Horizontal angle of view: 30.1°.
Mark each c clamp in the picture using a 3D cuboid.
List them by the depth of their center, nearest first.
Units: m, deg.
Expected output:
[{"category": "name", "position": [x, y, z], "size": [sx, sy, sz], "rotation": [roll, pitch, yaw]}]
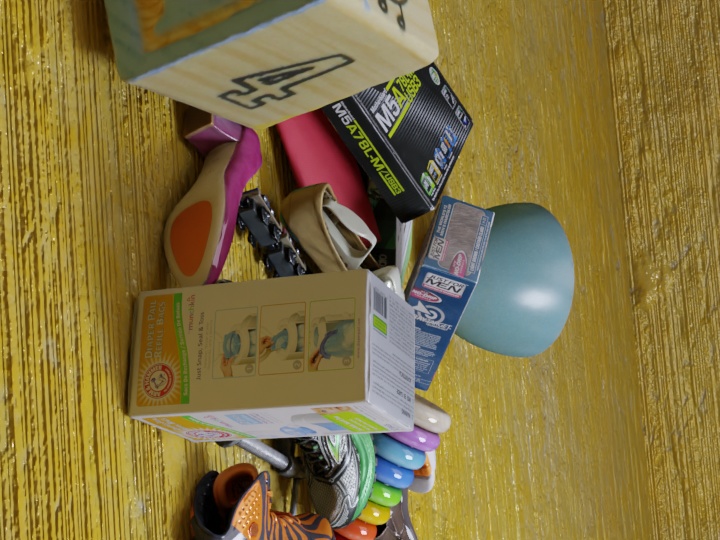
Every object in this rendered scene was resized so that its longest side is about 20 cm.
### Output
[{"category": "c clamp", "position": [-0.088, 0.139, 1.210], "size": [0.200, 0.027, 0.172], "rotation": [51, 38, -55]}]

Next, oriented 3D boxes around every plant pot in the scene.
[{"category": "plant pot", "position": [0.157, 0.011, 1.709], "size": [0.134, 0.200, 0.202], "rotation": [1, 81, -31]}]

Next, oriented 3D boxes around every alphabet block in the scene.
[{"category": "alphabet block", "position": [-0.076, -0.245, 1.072], "size": [0.200, 0.195, 0.197], "rotation": [10, 67, -64]}]

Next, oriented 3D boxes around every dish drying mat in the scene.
[{"category": "dish drying mat", "position": [-0.039, -0.110, 1.346], "size": [0.077, 0.018, 0.201], "rotation": [-27, 103, -36]}]

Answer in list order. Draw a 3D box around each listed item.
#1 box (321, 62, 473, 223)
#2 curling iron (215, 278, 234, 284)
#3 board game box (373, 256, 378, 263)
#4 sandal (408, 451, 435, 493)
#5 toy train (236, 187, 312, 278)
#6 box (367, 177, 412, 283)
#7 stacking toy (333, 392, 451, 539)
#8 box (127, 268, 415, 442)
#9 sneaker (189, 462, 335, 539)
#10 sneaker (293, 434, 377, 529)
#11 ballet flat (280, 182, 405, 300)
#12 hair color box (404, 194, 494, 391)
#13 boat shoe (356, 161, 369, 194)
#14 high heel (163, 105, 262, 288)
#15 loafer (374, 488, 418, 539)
[{"category": "box", "position": [0.031, -0.178, 1.385], "size": [0.194, 0.047, 0.200], "rotation": [56, 32, -19]}, {"category": "curling iron", "position": [-0.094, 0.029, 1.157], "size": [0.026, 0.049, 0.200], "rotation": [-60, 166, -7]}, {"category": "board game box", "position": [-0.007, 0.092, 1.400], "size": [0.105, 0.023, 0.202], "rotation": [-22, 113, -69]}, {"category": "sandal", "position": [0.044, 0.147, 1.392], "size": [0.059, 0.079, 0.208], "rotation": [-48, 137, -37]}, {"category": "toy train", "position": [-0.075, -0.017, 1.278], "size": [0.200, 0.034, 0.046], "rotation": [60, 19, -52]}, {"category": "box", "position": [0.034, -0.056, 1.488], "size": [0.145, 0.036, 0.201], "rotation": [-75, 168, -48]}, {"category": "stacking toy", "position": [0.008, 0.211, 1.288], "size": [0.201, 0.085, 0.085], "rotation": [-63, 155, 0]}, {"category": "box", "position": [-0.067, 0.071, 1.044], "size": [0.112, 0.199, 0.102], "rotation": [40, 47, -63]}, {"category": "sneaker", "position": [-0.079, 0.214, 1.142], "size": [0.200, 0.077, 0.113], "rotation": [-19, 103, -69]}, {"category": "sneaker", "position": [-0.044, 0.144, 1.225], "size": [0.085, 0.078, 0.201], "rotation": [-24, 108, -48]}, {"category": "ballet flat", "position": [0.000, 0.000, 1.301], "size": [0.200, 0.063, 0.069], "rotation": [51, 32, -15]}, {"category": "hair color box", "position": [0.077, 0.027, 1.393], "size": [0.201, 0.060, 0.100], "rotation": [108, 0, -51]}, {"category": "boat shoe", "position": [-0.025, -0.131, 1.394], "size": [0.063, 0.072, 0.202], "rotation": [-7, 95, -72]}, {"category": "high heel", "position": [-0.116, -0.049, 1.142], "size": [0.096, 0.067, 0.201], "rotation": [42, 32, -45]}, {"category": "loafer", "position": [0.012, 0.269, 1.380], "size": [0.071, 0.073, 0.201], "rotation": [-29, 114, -56]}]
